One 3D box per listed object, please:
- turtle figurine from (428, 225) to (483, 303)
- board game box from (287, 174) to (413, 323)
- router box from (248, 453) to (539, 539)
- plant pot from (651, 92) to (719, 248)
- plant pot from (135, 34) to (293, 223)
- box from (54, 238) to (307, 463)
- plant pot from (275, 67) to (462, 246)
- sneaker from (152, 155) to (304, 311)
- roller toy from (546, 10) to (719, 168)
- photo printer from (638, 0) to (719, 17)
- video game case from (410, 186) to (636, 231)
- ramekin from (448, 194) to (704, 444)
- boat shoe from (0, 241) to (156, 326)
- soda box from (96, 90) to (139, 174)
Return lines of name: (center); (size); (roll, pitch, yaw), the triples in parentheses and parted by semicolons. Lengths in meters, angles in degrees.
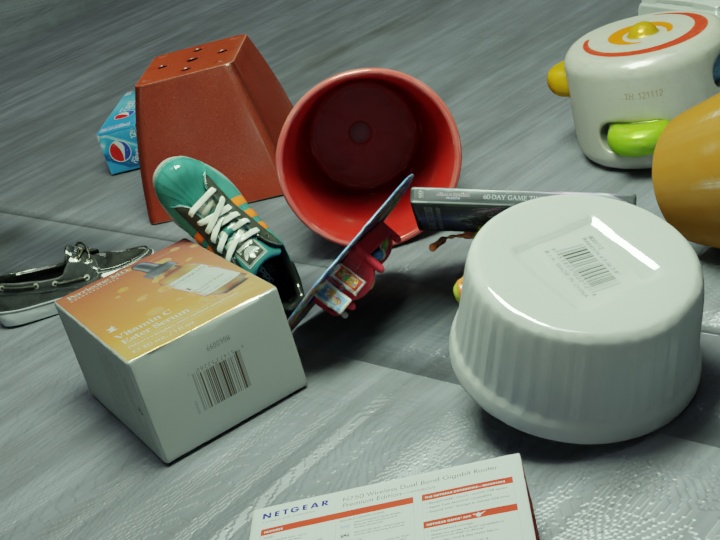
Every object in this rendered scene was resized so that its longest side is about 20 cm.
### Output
turtle figurine: (0.152, 0.014, 1.097); (0.160, 0.065, 0.200); (-10, 26, -1)
board game box: (0.000, 0.000, 1.163); (0.200, 0.039, 0.158); (-49, -3, -21)
router box: (0.023, 0.208, 0.793); (0.199, 0.049, 0.180); (-13, 25, 8)
plant pot: (0.362, -0.091, 1.060); (0.200, 0.201, 0.183); (-31, 12, -28)
plant pot: (-0.195, -0.199, 1.620); (0.199, 0.177, 0.200); (-12, 26, 9)
box: (-0.171, 0.067, 1.137); (0.152, 0.107, 0.200); (-28, 28, -24)
plant pot: (0.005, -0.141, 1.379); (0.199, 0.202, 0.177); (-16, 16, 2)
sneaker: (-0.122, -0.035, 1.215); (0.071, 0.200, 0.080); (-47, 27, -5)
roller toy: (0.323, -0.210, 1.363); (0.182, 0.140, 0.200); (-21, 25, -12)
photo printer: (0.505, -0.368, 1.660); (0.199, 0.070, 0.166); (-26, 26, -21)
video game case: (0.150, -0.053, 1.147); (0.199, 0.019, 0.143); (3, -8, 6)
ramekin: (0.169, 0.028, 0.946); (0.199, 0.098, 0.201); (-1, 39, 1)
boat shoe: (-0.334, 0.002, 1.420); (0.199, 0.067, 0.070); (-17, 25, -1)
soda box: (-0.345, -0.221, 1.884); (0.064, 0.068, 0.200); (-13, 25, 10)
